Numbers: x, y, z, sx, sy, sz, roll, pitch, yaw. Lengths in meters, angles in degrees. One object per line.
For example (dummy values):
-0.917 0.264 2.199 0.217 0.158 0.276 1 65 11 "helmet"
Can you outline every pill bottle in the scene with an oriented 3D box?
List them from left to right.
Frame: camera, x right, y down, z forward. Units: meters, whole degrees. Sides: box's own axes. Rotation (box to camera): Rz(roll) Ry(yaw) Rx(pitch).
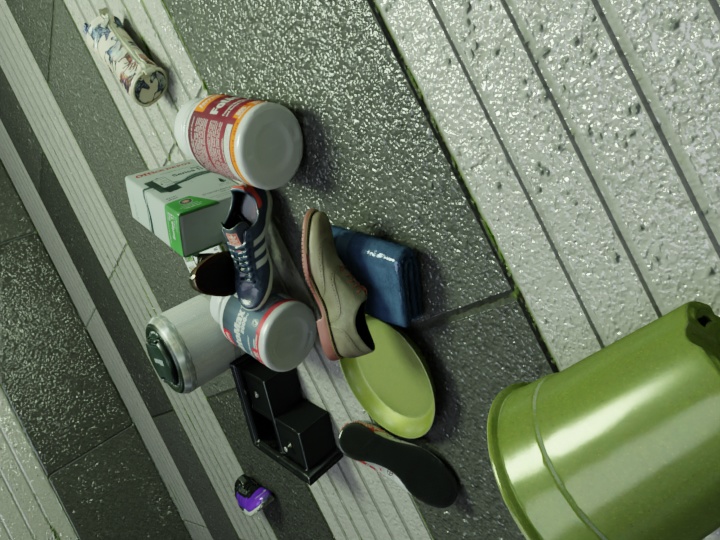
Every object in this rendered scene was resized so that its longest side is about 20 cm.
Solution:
-0.184 -0.195 0.768 0.197 0.113 0.117 22 128 40 "pill bottle"
-0.181 0.087 0.931 0.197 0.118 0.123 20 127 42 "pill bottle"

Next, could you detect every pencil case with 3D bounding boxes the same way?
-0.437 -0.396 0.977 0.200 0.077 0.090 48 155 20 "pencil case"

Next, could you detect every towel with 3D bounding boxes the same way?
0.000 0.000 0.720 0.197 0.048 0.115 19 125 44 "towel"

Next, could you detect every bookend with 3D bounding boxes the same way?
-0.145 0.274 1.023 0.197 0.091 0.204 13 121 44 "bookend"

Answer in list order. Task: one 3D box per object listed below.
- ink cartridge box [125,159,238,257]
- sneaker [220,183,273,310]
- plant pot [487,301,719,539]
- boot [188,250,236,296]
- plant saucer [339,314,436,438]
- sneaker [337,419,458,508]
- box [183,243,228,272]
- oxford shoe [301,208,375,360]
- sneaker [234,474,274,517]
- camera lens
-0.306 -0.118 0.933 0.197 0.145 0.085 29 130 35 "ink cartridge box"
-0.186 -0.038 0.830 0.073 0.084 0.207 -1 90 19 "sneaker"
0.239 0.131 0.427 0.201 0.198 0.191 48 128 17 "plant pot"
-0.255 0.006 0.888 0.094 0.200 0.077 -6 97 16 "boot"
0.041 0.151 0.777 0.197 0.031 0.205 28 131 37 "plant saucer"
0.058 0.295 0.824 0.197 0.069 0.108 25 171 7 "sneaker"
-0.314 -0.026 1.089 0.198 0.034 0.113 -14 100 52 "box"
-0.025 0.016 0.683 0.073 0.070 0.206 -7 106 23 "oxford shoe"
-0.307 0.613 1.441 0.101 0.069 0.200 59 142 7 "sneaker"
-0.317 0.136 1.055 0.158 0.198 0.164 27 131 36 "camera lens"
